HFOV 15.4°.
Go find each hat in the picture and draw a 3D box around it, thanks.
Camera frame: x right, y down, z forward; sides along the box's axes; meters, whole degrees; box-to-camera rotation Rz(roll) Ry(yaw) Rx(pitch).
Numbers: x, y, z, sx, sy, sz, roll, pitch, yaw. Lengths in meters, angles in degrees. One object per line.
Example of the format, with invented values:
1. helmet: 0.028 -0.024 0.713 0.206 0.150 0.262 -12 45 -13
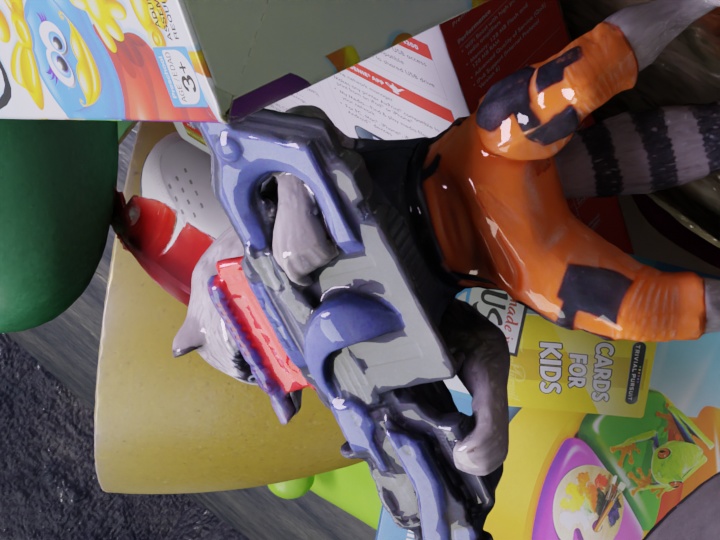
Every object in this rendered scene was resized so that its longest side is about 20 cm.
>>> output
1. hat: -0.109 0.012 0.913 0.177 0.165 0.200 63 166 6

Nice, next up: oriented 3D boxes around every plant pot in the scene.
1. plant pot: -0.025 0.007 1.149 0.141 0.201 0.200 9 167 3

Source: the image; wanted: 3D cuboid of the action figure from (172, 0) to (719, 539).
1. action figure: 0.040 0.009 0.788 0.105 0.193 0.201 -70 -35 -58

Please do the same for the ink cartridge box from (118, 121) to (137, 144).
1. ink cartridge box: -0.183 -0.138 1.254 0.200 0.084 0.146 40 170 -10

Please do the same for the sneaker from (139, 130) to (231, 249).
1. sneaker: 0.000 0.000 1.011 0.200 0.075 0.087 33 157 15

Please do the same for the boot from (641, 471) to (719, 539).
1. boot: 0.135 0.060 0.726 0.070 0.200 0.132 44 174 10

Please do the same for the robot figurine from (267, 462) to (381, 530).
1. robot figurine: 0.024 0.079 1.411 0.175 0.116 0.200 6 -169 -38

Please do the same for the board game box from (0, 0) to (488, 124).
1. board game box: -0.061 -0.107 0.755 0.200 0.105 0.103 7 120 59

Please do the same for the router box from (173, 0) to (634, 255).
1. router box: -0.010 -0.082 0.912 0.200 0.049 0.180 31 156 36

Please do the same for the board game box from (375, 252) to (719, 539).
1. board game box: 0.108 0.080 0.853 0.199 0.152 0.047 14 -159 9

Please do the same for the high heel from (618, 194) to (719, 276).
1. high heel: 0.106 0.014 0.977 0.200 0.067 0.096 31 165 35
